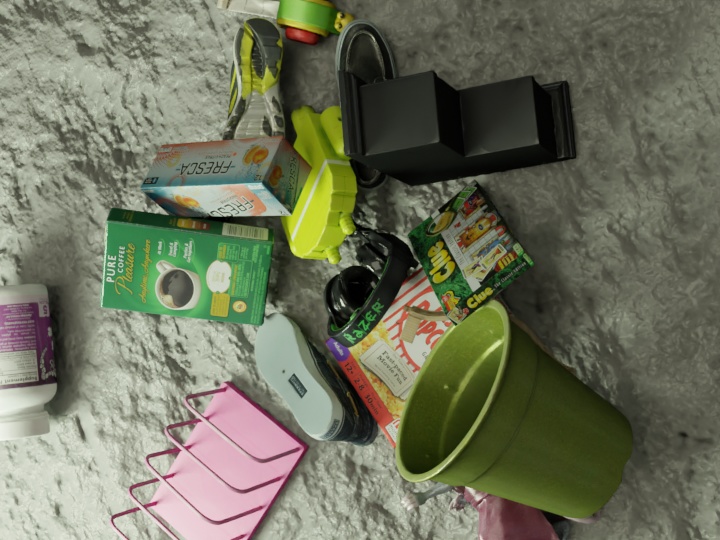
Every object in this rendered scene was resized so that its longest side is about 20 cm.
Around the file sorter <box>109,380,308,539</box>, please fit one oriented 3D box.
[{"bbox_3d":[-0.191,0.261,1.375,0.139,0.125,0.200,36,104,19],"label":"file sorter"}]

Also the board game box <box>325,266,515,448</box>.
[{"bbox_3d":[0.080,0.086,1.303,0.200,0.046,0.152,-39,77,18],"label":"board game box"}]

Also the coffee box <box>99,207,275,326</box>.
[{"bbox_3d":[-0.208,-0.004,1.351,0.199,0.044,0.123,6,119,-6],"label":"coffee box"}]

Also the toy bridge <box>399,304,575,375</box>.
[{"bbox_3d":[0.140,0.077,1.225,0.200,0.027,0.067,22,109,2],"label":"toy bridge"}]

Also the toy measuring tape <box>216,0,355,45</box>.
[{"bbox_3d":[-0.099,-0.317,1.363,0.200,0.074,0.074,17,97,21],"label":"toy measuring tape"}]

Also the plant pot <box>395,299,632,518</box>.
[{"bbox_3d":[0.168,0.160,1.148,0.190,0.200,0.200,28,103,-15],"label":"plant pot"}]

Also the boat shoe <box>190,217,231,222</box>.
[{"bbox_3d":[-0.192,-0.053,1.398,0.069,0.084,0.200,21,100,18],"label":"boat shoe"}]

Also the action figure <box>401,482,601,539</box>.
[{"bbox_3d":[0.142,0.238,1.232,0.149,0.134,0.200,-39,79,17],"label":"action figure"}]

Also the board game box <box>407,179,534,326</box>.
[{"bbox_3d":[0.114,-0.024,1.218,0.105,0.200,0.023,-42,116,10],"label":"board game box"}]

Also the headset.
[{"bbox_3d":[0.000,0.000,1.262,0.094,0.200,0.124,34,116,-13],"label":"headset"}]

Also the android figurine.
[{"bbox_3d":[-0.050,-0.096,1.301,0.182,0.041,0.200,-65,35,36],"label":"android figurine"}]

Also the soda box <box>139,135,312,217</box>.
[{"bbox_3d":[-0.156,-0.106,1.294,0.200,0.064,0.069,1,59,38],"label":"soda box"}]

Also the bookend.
[{"bbox_3d":[0.107,-0.164,1.203,0.198,0.200,0.092,-8,81,23],"label":"bookend"}]

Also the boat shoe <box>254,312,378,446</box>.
[{"bbox_3d":[-0.055,0.135,1.353,0.071,0.091,0.200,-48,47,15],"label":"boat shoe"}]

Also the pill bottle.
[{"bbox_3d":[-0.464,0.121,1.495,0.112,0.112,0.201,-6,89,22],"label":"pill bottle"}]

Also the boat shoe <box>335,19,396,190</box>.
[{"bbox_3d":[0.011,-0.194,1.309,0.072,0.071,0.201,-7,94,-1],"label":"boat shoe"}]

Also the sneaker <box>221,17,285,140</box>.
[{"bbox_3d":[-0.125,-0.203,1.370,0.074,0.085,0.201,7,98,-7],"label":"sneaker"}]
